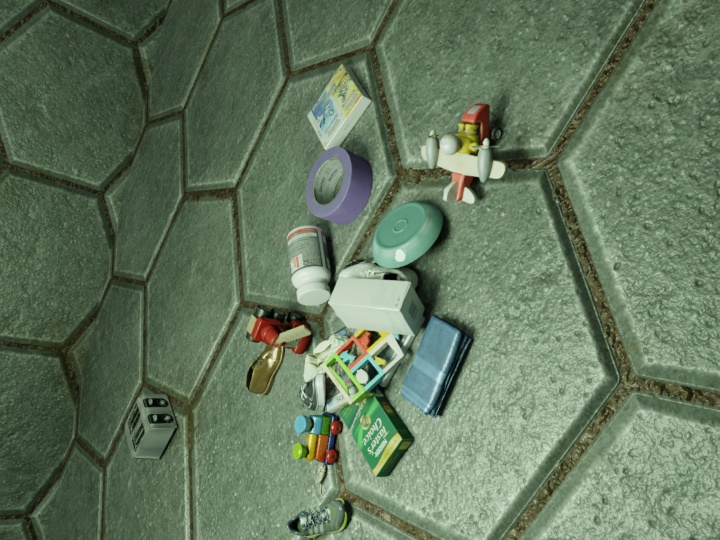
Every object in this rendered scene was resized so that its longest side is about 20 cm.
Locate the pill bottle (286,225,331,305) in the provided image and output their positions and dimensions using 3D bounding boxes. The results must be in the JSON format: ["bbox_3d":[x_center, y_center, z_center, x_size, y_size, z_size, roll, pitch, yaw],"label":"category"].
[{"bbox_3d":[-0.143,-0.014,1.649,0.115,0.114,0.204,-33,55,37],"label":"pill bottle"}]

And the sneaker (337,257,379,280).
[{"bbox_3d":[0.000,0.000,1.522,0.200,0.065,0.092,-44,52,33],"label":"sneaker"}]

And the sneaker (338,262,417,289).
[{"bbox_3d":[0.037,0.015,1.404,0.195,0.087,0.077,-1,85,17],"label":"sneaker"}]

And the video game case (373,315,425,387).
[{"bbox_3d":[0.056,0.150,1.446,0.182,0.023,0.203,45,112,46],"label":"video game case"}]

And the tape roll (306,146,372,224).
[{"bbox_3d":[-0.063,-0.239,1.652,0.198,0.084,0.205,-18,65,45],"label":"tape roll"}]

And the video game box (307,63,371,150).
[{"bbox_3d":[-0.069,-0.489,1.765,0.201,0.046,0.184,-50,49,26],"label":"video game box"}]

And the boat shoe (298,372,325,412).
[{"bbox_3d":[-0.124,0.314,1.488,0.201,0.066,0.073,105,165,-63],"label":"boat shoe"}]

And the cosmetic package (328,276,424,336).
[{"bbox_3d":[0.037,0.082,1.359,0.196,0.114,0.082,6,57,32],"label":"cosmetic package"}]

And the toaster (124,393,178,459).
[{"bbox_3d":[-0.787,0.590,2.183,0.202,0.117,0.181,-58,43,18],"label":"toaster"}]

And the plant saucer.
[{"bbox_3d":[0.103,-0.097,1.398,0.197,0.036,0.203,-26,39,23],"label":"plant saucer"}]

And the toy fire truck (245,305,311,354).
[{"bbox_3d":[-0.194,0.175,1.603,0.199,0.174,0.131,33,102,47],"label":"toy fire truck"}]

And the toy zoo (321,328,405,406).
[{"bbox_3d":[0.017,0.205,1.382,0.199,0.021,0.131,-42,56,-5],"label":"toy zoo"}]

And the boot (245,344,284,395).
[{"bbox_3d":[-0.286,0.275,1.753,0.073,0.074,0.205,20,92,50],"label":"boot"}]

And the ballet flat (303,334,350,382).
[{"bbox_3d":[-0.102,0.222,1.497,0.200,0.071,0.073,-46,49,32],"label":"ballet flat"}]

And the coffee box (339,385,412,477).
[{"bbox_3d":[0.033,0.370,1.388,0.124,0.043,0.201,-57,44,19],"label":"coffee box"}]

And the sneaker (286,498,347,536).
[{"bbox_3d":[-0.107,0.619,1.442,0.199,0.080,0.075,-40,52,33],"label":"sneaker"}]

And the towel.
[{"bbox_3d":[0.164,0.210,1.290,0.111,0.048,0.204,30,102,48],"label":"towel"}]

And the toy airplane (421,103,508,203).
[{"bbox_3d":[0.221,-0.250,1.295,0.198,0.139,0.203,-33,56,37],"label":"toy airplane"}]

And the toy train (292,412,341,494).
[{"bbox_3d":[-0.124,0.467,1.481,0.084,0.114,0.205,0,78,48],"label":"toy train"}]

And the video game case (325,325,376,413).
[{"bbox_3d":[-0.030,0.235,1.465,0.180,0.025,0.204,-34,48,42],"label":"video game case"}]
